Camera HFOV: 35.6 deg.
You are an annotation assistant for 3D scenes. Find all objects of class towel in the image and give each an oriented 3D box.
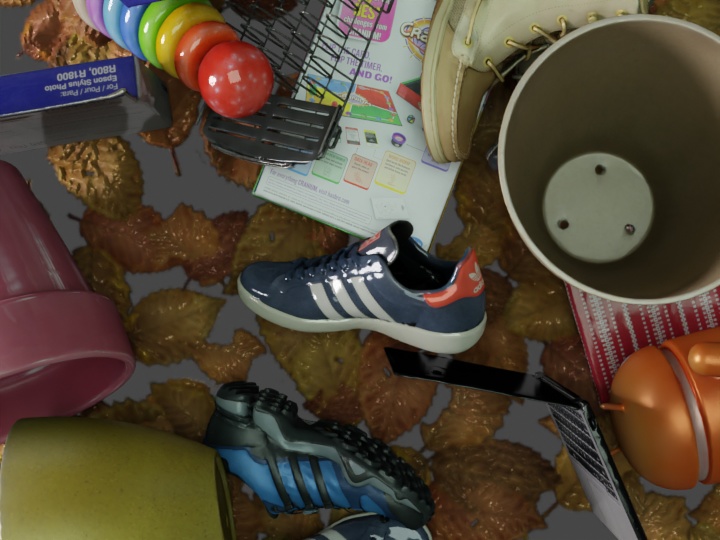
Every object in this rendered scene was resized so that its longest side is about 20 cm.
[{"bbox_3d":[0.273,0.018,0.925,0.198,0.022,0.146,-18,93,1],"label":"towel"}]

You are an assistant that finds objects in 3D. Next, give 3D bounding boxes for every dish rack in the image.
[{"bbox_3d":[-0.056,-0.181,0.858,0.153,0.054,0.202,16,82,39],"label":"dish rack"}]

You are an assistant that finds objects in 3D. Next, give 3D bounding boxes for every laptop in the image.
[{"bbox_3d":[0.112,0.134,0.842,0.115,0.187,0.201,-24,92,0],"label":"laptop"}]

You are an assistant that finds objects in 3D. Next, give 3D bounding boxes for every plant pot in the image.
[{"bbox_3d":[-0.290,0.024,0.841,0.198,0.200,0.180,-22,77,0],"label":"plant pot"},{"bbox_3d":[0.186,-0.060,0.815,0.185,0.200,0.189,0,83,3],"label":"plant pot"},{"bbox_3d":[-0.167,0.198,0.834,0.141,0.200,0.202,-10,91,-2],"label":"plant pot"}]

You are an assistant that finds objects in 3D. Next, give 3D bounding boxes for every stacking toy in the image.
[{"bbox_3d":[-0.136,-0.176,0.835,0.085,0.085,0.200,-47,55,0],"label":"stacking toy"}]

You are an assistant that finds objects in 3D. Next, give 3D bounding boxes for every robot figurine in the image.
[{"bbox_3d":[0.280,0.100,0.864,0.198,0.144,0.118,-14,93,0],"label":"robot figurine"}]

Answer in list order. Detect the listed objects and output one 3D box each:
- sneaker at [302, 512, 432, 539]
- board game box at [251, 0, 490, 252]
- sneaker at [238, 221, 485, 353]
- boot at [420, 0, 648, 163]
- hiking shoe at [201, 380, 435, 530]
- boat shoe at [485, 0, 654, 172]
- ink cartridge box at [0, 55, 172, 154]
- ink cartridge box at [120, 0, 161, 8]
[{"bbox_3d":[-0.036,0.249,0.893,0.198,0.085,0.076,-18,91,-1],"label":"sneaker"},{"bbox_3d":[0.018,-0.126,0.908,0.152,0.040,0.202,22,91,-1],"label":"board game box"},{"bbox_3d":[0.000,0.000,0.862,0.198,0.075,0.085,7,122,13],"label":"sneaker"},{"bbox_3d":[0.132,-0.171,0.834,0.154,0.073,0.202,10,85,18],"label":"boot"},{"bbox_3d":[-0.037,0.165,0.905,0.199,0.074,0.087,26,98,8],"label":"hiking shoe"},{"bbox_3d":[0.158,-0.163,0.895,0.062,0.071,0.201,36,91,7],"label":"boat shoe"},{"bbox_3d":[-0.250,-0.119,0.825,0.198,0.200,0.041,-9,92,-1],"label":"ink cartridge box"},{"bbox_3d":[-0.108,-0.231,0.792,0.094,0.200,0.037,-2,124,33],"label":"ink cartridge box"}]
